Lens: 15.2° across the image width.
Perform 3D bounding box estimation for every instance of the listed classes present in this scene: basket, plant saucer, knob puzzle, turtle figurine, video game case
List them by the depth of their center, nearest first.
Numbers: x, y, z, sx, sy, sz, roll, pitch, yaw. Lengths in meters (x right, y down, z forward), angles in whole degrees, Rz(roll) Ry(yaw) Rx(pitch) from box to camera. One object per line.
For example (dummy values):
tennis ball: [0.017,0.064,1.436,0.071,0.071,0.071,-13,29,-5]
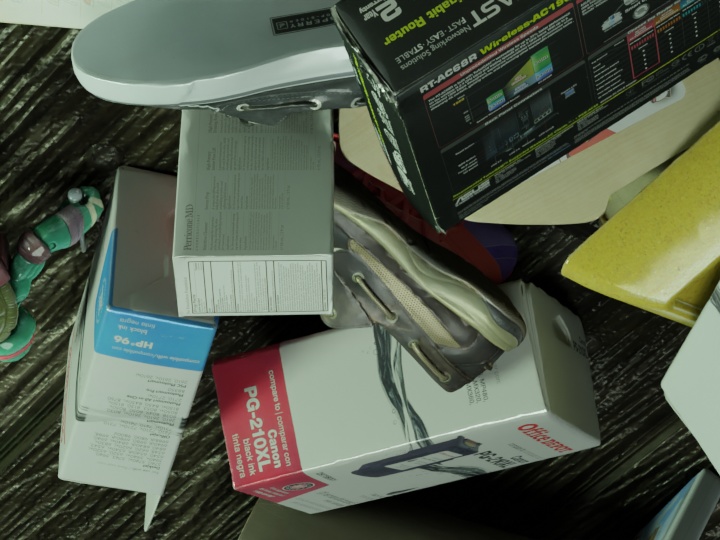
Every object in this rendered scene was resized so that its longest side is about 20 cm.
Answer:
knob puzzle: [0.077,-0.113,1.430,0.218,0.030,0.221,-1,108,-3]
plant saucer: [0.238,-0.028,1.496,0.200,0.049,0.200,-43,147,20]
turtle figurine: [-0.222,-0.015,1.559,0.149,0.101,0.201,-12,131,13]
basket: [0.013,0.218,1.751,0.199,0.136,0.181,26,96,5]
video game case: [0.154,0.239,1.770,0.022,0.200,0.182,38,131,0]

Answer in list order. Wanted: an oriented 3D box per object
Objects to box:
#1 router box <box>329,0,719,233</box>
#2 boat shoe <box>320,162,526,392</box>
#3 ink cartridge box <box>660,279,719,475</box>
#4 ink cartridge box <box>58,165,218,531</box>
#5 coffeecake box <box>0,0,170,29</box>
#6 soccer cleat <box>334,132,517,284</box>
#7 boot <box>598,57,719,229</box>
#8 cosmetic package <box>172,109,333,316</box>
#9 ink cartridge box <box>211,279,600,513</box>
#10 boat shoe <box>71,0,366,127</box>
router box: [0.092,-0.121,1.320,0.199,0.062,0.150,-32,154,-5]
boat shoe: [0.000,0.000,1.500,0.200,0.075,0.073,37,98,-12]
ink cartridge box: [0.269,0.017,1.457,0.145,0.084,0.200,-13,145,-30]
ink cartridge box: [-0.135,0.051,1.611,0.067,0.116,0.201,10,136,-10]
coffeecake box: [-0.106,-0.197,1.371,0.199,0.073,0.154,5,138,-5]
soccer cleat: [0.003,-0.039,1.557,0.199,0.067,0.077,15,131,-12]
boot: [0.134,-0.055,1.535,0.199,0.073,0.156,-2,139,-3]
cosmetic package: [-0.054,-0.065,1.423,0.082,0.201,0.051,1,138,0]
ink cartridge box: [0.031,0.079,1.630,0.199,0.085,0.145,-15,165,15]
boat shoe: [-0.045,-0.104,1.379,0.199,0.070,0.066,-10,138,-2]
